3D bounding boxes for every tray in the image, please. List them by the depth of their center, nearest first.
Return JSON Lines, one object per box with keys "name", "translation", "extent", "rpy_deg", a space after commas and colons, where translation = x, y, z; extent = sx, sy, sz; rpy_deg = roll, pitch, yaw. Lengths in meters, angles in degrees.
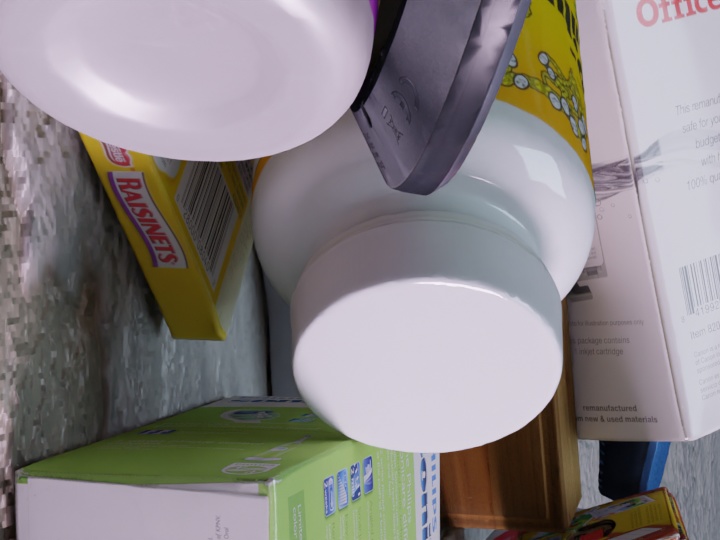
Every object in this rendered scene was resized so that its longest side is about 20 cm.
{"name": "tray", "translation": [0.035, 0.013, 0.978], "extent": [0.037, 0.098, 0.201], "rpy_deg": [-55, 142, -60]}

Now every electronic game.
{"name": "electronic game", "translation": [0.035, -0.119, 0.632], "extent": [0.200, 0.041, 0.201], "rpy_deg": [-167, -90, -82]}

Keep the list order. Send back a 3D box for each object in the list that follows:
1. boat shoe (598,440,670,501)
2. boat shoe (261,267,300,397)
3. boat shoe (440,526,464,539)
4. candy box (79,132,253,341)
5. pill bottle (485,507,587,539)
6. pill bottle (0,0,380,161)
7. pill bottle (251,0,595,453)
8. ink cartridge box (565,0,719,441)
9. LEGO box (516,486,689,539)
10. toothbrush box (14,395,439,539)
{"name": "boat shoe", "translation": [0.125, 0.014, 1.127], "extent": [0.084, 0.068, 0.201], "rpy_deg": [72, 24, -68]}
{"name": "boat shoe", "translation": [0.000, 0.000, 0.915], "extent": [0.074, 0.065, 0.201], "rpy_deg": [-53, 141, -64]}
{"name": "boat shoe", "translation": [0.012, 0.139, 0.962], "extent": [0.200, 0.066, 0.057], "rpy_deg": [9, 78, -77]}
{"name": "candy box", "translation": [-0.067, -0.077, 0.749], "extent": [0.201, 0.026, 0.103], "rpy_deg": [71, 24, -48]}
{"name": "pill bottle", "translation": [0.096, 0.229, 1.166], "extent": [0.201, 0.119, 0.120], "rpy_deg": [-70, 155, -47]}
{"name": "pill bottle", "translation": [-0.037, -0.138, 0.638], "extent": [0.104, 0.103, 0.201], "rpy_deg": [66, 28, -55]}
{"name": "pill bottle", "translation": [0.020, -0.044, 0.772], "extent": [0.113, 0.112, 0.201], "rpy_deg": [73, 12, -46]}
{"name": "ink cartridge box", "translation": [0.142, -0.040, 1.022], "extent": [0.146, 0.083, 0.201], "rpy_deg": [-17, 99, -40]}
{"name": "LEGO box", "translation": [0.118, 0.180, 0.978], "extent": [0.200, 0.077, 0.150], "rpy_deg": [4, 68, -84]}
{"name": "toothbrush box", "translation": [-0.035, 0.124, 0.764], "extent": [0.200, 0.085, 0.147], "rpy_deg": [-14, 104, -73]}
